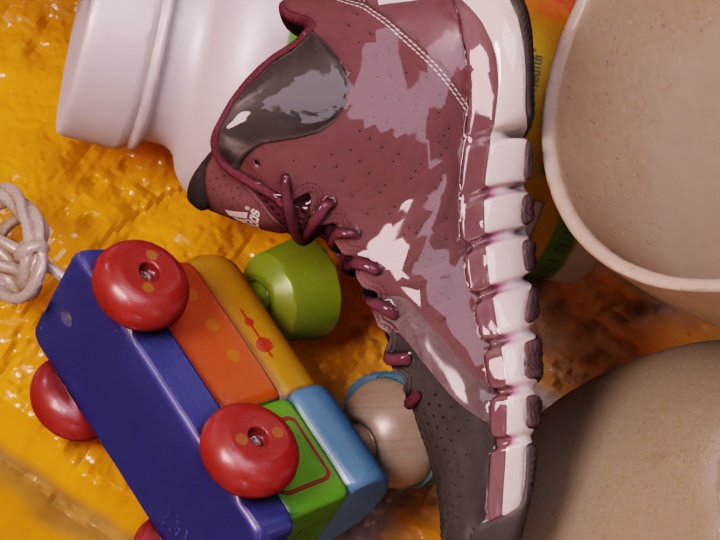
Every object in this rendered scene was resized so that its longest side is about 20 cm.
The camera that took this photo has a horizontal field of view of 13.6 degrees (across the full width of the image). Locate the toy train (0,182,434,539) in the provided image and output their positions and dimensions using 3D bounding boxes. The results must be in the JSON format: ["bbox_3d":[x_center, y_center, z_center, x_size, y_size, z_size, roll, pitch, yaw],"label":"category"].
[{"bbox_3d":[-0.058,0.012,1.059,0.116,0.085,0.200,-18,64,-38],"label":"toy train"}]

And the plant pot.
[{"bbox_3d":[0.141,0.104,1.030,0.200,0.135,0.201,6,64,-12],"label":"plant pot"}]

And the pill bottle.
[{"bbox_3d":[-0.004,-0.068,1.086,0.199,0.111,0.111,12,62,-9],"label":"pill bottle"}]

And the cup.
[{"bbox_3d":[0.182,-0.046,1.000,0.143,0.200,0.201,39,53,-39],"label":"cup"}]

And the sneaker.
[{"bbox_3d":[0.000,0.000,1.007,0.115,0.076,0.201,-1,85,-3],"label":"sneaker"}]
